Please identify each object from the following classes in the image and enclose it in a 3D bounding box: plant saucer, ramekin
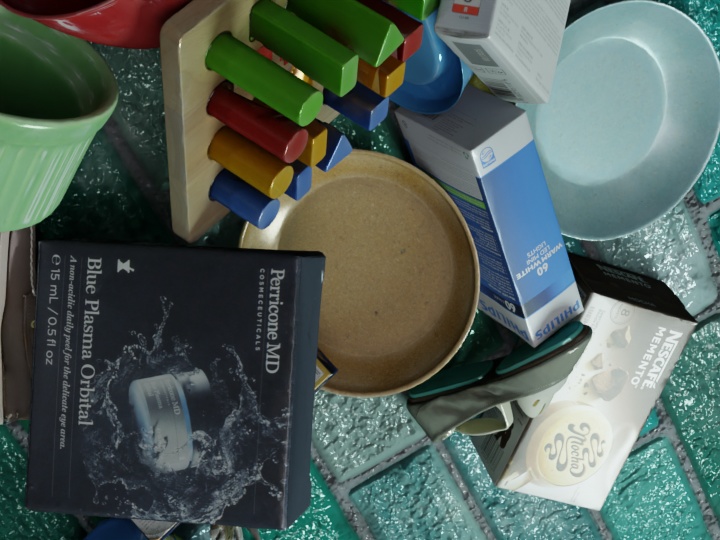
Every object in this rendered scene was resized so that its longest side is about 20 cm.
[{"bbox_3d":[0.203,-0.125,1.228,0.199,0.039,0.203,-9,115,-19],"label":"plant saucer"},{"bbox_3d":[0.000,0.000,1.204,0.198,0.035,0.203,3,105,13],"label":"plant saucer"},{"bbox_3d":[-0.272,-0.114,1.014,0.198,0.201,0.098,17,118,-23],"label":"ramekin"}]

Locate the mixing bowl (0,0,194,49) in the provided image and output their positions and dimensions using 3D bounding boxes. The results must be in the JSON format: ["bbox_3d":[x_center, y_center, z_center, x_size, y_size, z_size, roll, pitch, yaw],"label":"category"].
[{"bbox_3d":[-0.145,-0.225,1.011,0.200,0.201,0.108,-39,142,6],"label":"mixing bowl"}]

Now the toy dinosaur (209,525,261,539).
[{"bbox_3d":[-0.101,0.128,1.264,0.102,0.077,0.202,29,79,-25],"label":"toy dinosaur"}]

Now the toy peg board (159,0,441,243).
[{"bbox_3d":[-0.033,-0.123,1.040,0.200,0.097,0.200,-44,155,-31],"label":"toy peg board"}]

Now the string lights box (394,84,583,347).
[{"bbox_3d":[0.103,-0.045,1.194,0.059,0.103,0.201,-35,129,-17],"label":"string lights box"}]

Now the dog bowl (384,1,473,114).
[{"bbox_3d":[0.031,-0.213,1.102,0.050,0.111,0.201,-43,126,-31],"label":"dog bowl"}]

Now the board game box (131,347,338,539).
[{"bbox_3d":[-0.134,0.099,1.195,0.200,0.035,0.136,-43,85,6],"label":"board game box"}]

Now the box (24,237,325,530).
[{"bbox_3d":[-0.135,0.079,1.119,0.198,0.117,0.199,3,91,7],"label":"box"}]

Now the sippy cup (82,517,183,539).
[{"bbox_3d":[-0.179,0.278,1.274,0.177,0.140,0.131,-39,118,2],"label":"sippy cup"}]

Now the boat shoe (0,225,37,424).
[{"bbox_3d":[-0.261,0.031,1.162,0.059,0.072,0.202,-3,121,-21],"label":"boat shoe"}]

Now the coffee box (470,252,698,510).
[{"bbox_3d":[0.194,0.098,1.323,0.112,0.080,0.201,16,111,-22],"label":"coffee box"}]

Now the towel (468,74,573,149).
[{"bbox_3d":[0.105,-0.174,1.194,0.085,0.018,0.201,-26,121,-1],"label":"towel"}]

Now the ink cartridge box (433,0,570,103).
[{"bbox_3d":[0.115,-0.238,1.077,0.050,0.162,0.202,8,83,22],"label":"ink cartridge box"}]

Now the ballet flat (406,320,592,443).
[{"bbox_3d":[0.125,0.098,1.265,0.199,0.067,0.064,-24,101,39],"label":"ballet flat"}]
